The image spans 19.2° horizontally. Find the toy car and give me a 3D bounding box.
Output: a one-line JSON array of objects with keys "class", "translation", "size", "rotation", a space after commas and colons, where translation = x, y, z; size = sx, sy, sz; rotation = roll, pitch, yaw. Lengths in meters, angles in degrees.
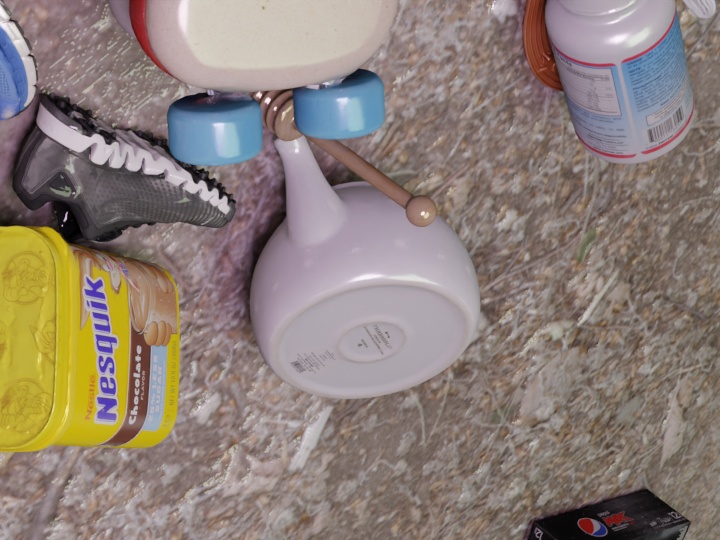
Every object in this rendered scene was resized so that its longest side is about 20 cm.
[{"class": "toy car", "translation": [-0.092, -0.189, 1.390], "size": [0.176, 0.200, 0.186], "rotation": [-14, 113, -28]}]

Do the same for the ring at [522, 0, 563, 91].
[{"class": "ring", "translation": [0.217, -0.243, 1.831], "size": [0.200, 0.019, 0.201], "rotation": [-29, 138, -29]}]

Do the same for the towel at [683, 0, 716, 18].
[{"class": "towel", "translation": [0.268, -0.321, 1.729], "size": [0.147, 0.024, 0.201], "rotation": [36, 57, -56]}]

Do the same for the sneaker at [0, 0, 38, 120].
[{"class": "sneaker", "translation": [-0.274, -0.162, 1.323], "size": [0.089, 0.079, 0.200], "rotation": [-39, 134, -6]}]

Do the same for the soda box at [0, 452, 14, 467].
[{"class": "soda box", "translation": [-0.294, 0.059, 1.485], "size": [0.068, 0.064, 0.200], "rotation": [-46, 143, -9]}]

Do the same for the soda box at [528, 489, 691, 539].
[{"class": "soda box", "translation": [0.263, 0.295, 2.287], "size": [0.199, 0.071, 0.064], "rotation": [-8, 124, -45]}]

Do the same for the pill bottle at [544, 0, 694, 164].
[{"class": "pill bottle", "translation": [0.213, -0.190, 1.763], "size": [0.109, 0.109, 0.200], "rotation": [-41, 142, -15]}]

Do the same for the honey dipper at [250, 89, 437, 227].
[{"class": "honey dipper", "translation": [-0.014, -0.084, 1.555], "size": [0.038, 0.200, 0.038], "rotation": [-27, 138, -28]}]

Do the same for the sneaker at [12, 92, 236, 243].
[{"class": "sneaker", "translation": [-0.174, -0.056, 1.523], "size": [0.200, 0.066, 0.091], "rotation": [23, 105, -49]}]

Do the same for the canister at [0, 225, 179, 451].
[{"class": "canister", "translation": [-0.202, 0.053, 1.486], "size": [0.200, 0.086, 0.150], "rotation": [15, 73, -69]}]

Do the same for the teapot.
[{"class": "teapot", "translation": [0.000, 0.000, 1.700], "size": [0.196, 0.147, 0.200], "rotation": [6, 140, -22]}]
